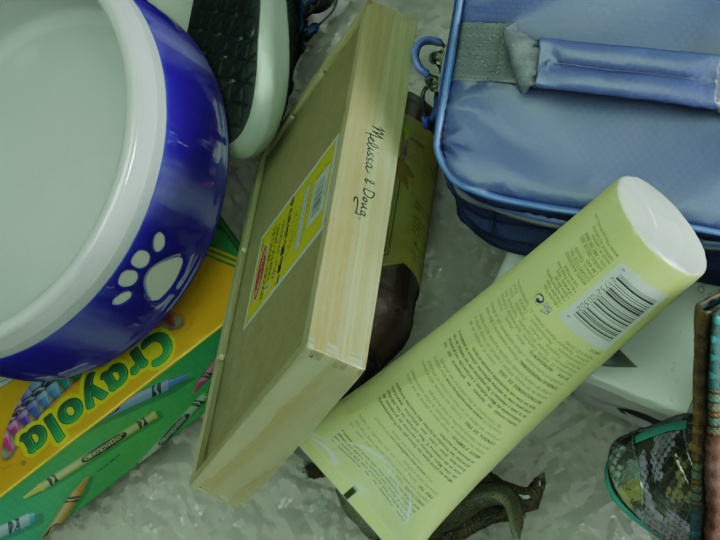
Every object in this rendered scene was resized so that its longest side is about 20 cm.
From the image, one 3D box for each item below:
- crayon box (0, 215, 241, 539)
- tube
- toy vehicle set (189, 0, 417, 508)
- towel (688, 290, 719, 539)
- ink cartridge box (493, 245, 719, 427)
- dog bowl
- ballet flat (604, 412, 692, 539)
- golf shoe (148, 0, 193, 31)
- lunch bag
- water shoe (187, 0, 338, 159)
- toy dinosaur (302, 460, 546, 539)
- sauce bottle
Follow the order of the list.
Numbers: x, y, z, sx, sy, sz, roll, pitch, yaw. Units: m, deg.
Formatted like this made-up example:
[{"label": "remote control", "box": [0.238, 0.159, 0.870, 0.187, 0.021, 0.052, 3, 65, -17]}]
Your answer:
[{"label": "crayon box", "box": [-0.143, 0.041, 0.907, 0.200, 0.058, 0.119, -38, 59, 0]}, {"label": "tube", "box": [0.056, 0.041, 0.750, 0.200, 0.052, 0.058, -45, 45, 28]}, {"label": "toy vehicle set", "box": [-0.024, -0.010, 0.794, 0.026, 0.124, 0.201, 22, 50, -16]}, {"label": "towel", "box": [0.208, 0.042, 0.752, 0.200, 0.147, 0.022, -26, 34, -34]}, {"label": "ink cartridge box", "box": [0.175, 0.011, 0.875, 0.199, 0.084, 0.145, 23, 83, 10]}, {"label": "dog bowl", "box": [-0.164, -0.050, 0.853, 0.199, 0.079, 0.201, -9, 73, 29]}, {"label": "ballet flat", "box": [0.201, 0.130, 0.817, 0.200, 0.072, 0.072, 38, 86, -20]}, {"label": "golf shoe", "box": [-0.134, -0.177, 0.963, 0.091, 0.075, 0.200, -27, 76, -19]}, {"label": "lunch bag", "box": [0.120, -0.077, 0.788, 0.199, 0.132, 0.137, 8, 80, 8]}, {"label": "water shoe", "box": [-0.041, -0.141, 0.905, 0.071, 0.079, 0.201, -34, 50, 42]}, {"label": "toy dinosaur", "box": [0.027, 0.104, 0.856, 0.102, 0.200, 0.077, -5, 114, -13]}, {"label": "sauce bottle", "box": [0.000, 0.000, 0.869, 0.064, 0.065, 0.201, 3, 52, 8]}]
